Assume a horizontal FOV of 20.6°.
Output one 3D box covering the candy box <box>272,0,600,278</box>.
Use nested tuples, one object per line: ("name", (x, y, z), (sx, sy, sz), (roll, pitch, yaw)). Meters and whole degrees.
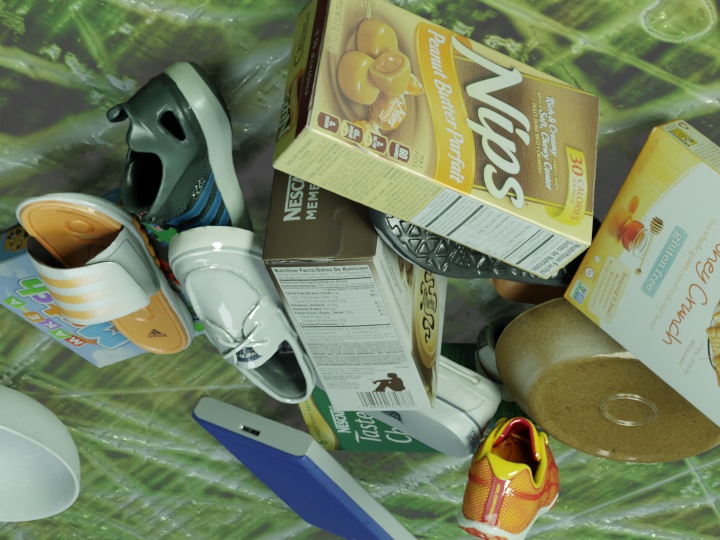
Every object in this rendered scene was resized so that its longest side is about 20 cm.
("candy box", (0.050, -0.086, 1.222), (0.199, 0.116, 0.055), (21, 147, -20))

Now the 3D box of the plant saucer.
("plant saucer", (0.191, 0.086, 1.406), (0.198, 0.036, 0.201), (8, 145, 6))

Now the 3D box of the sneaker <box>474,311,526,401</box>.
("sneaker", (0.180, 0.066, 1.464), (0.198, 0.075, 0.079), (1, 160, 11))

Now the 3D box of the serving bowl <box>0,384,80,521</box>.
("serving bowl", (-0.336, 0.145, 1.717), (0.198, 0.066, 0.201), (5, 148, 3))

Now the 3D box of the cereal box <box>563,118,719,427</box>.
("cereal box", (0.238, 0.019, 1.255), (0.200, 0.039, 0.145), (40, 124, 24))

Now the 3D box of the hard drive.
("hard drive", (-0.045, 0.181, 1.704), (0.131, 0.025, 0.200), (16, 158, 39))

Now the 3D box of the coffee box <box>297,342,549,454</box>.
("coffee box", (0.050, 0.104, 1.590), (0.198, 0.044, 0.123), (2, 149, 10))

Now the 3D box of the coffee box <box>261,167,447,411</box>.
("coffee box", (0.000, 0.000, 1.373), (0.079, 0.114, 0.200), (-2, 146, 15))

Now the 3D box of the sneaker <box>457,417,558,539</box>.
("sneaker", (0.119, 0.142, 1.465), (0.072, 0.078, 0.200), (18, -168, 4))

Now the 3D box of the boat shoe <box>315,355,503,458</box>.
("boat shoe", (0.015, 0.068, 1.504), (0.199, 0.066, 0.072), (26, 155, 26))

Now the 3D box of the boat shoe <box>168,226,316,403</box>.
("boat shoe", (-0.077, 0.035, 1.359), (0.071, 0.069, 0.200), (-10, 153, 9))

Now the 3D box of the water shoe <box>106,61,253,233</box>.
("water shoe", (-0.125, -0.057, 1.329), (0.079, 0.072, 0.201), (-27, 142, -16))

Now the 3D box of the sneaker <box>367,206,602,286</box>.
("sneaker", (0.073, -0.032, 1.322), (0.199, 0.072, 0.083), (18, -172, -36))

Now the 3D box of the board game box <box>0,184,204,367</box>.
("board game box", (-0.175, 0.004, 1.487), (0.199, 0.037, 0.151), (-18, 140, 36))

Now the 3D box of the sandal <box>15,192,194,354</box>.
("sandal", (-0.177, 0.018, 1.420), (0.079, 0.060, 0.207), (-8, 143, 22))

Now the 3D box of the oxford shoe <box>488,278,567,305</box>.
("oxford shoe", (0.187, 0.023, 1.411), (0.198, 0.072, 0.072), (8, 150, 2))
